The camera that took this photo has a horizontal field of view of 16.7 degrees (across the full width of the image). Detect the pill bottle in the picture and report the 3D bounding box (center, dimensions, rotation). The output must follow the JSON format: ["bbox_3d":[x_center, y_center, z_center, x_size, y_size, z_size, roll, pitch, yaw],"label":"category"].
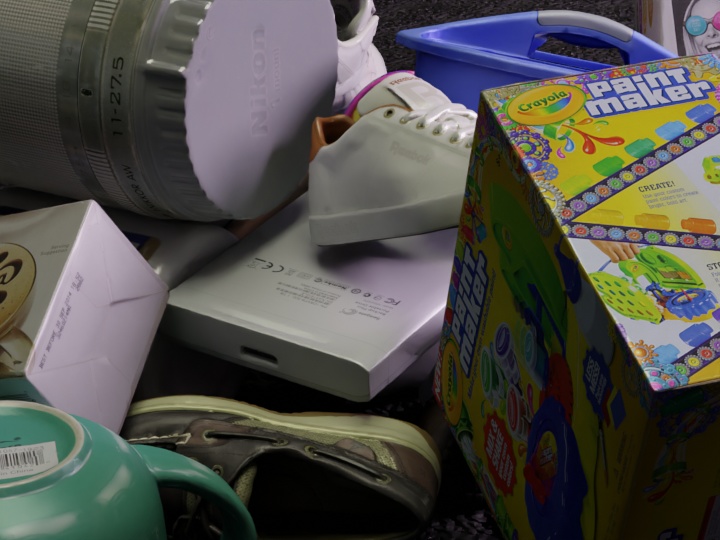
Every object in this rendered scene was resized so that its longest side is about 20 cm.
[{"bbox_3d":[-0.169,0.017,1.374,0.200,0.120,0.120,12,28,30],"label":"pill bottle"}]

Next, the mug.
[{"bbox_3d":[-0.156,0.123,1.136,0.152,0.115,0.185,12,28,30],"label":"mug"}]

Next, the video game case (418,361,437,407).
[{"bbox_3d":[0.140,0.009,1.310,0.182,0.200,0.023,-13,66,-23],"label":"video game case"}]

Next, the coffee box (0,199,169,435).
[{"bbox_3d":[-0.211,0.043,1.257,0.200,0.080,0.113,-8,47,31],"label":"coffee box"}]

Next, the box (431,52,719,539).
[{"bbox_3d":[0.131,0.044,1.119,0.122,0.200,0.193,-10,46,-17],"label":"box"}]

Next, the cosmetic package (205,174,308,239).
[{"bbox_3d":[-0.068,-0.073,1.508,0.105,0.071,0.200,46,19,14],"label":"cosmetic package"}]

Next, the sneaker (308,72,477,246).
[{"bbox_3d":[0.039,-0.061,1.241,0.073,0.085,0.200,-8,2,-43],"label":"sneaker"}]

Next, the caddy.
[{"bbox_3d":[0.113,-0.089,1.349,0.200,0.105,0.141,11,9,-3],"label":"caddy"}]

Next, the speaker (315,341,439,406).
[{"bbox_3d":[0.067,0.018,1.400,0.200,0.081,0.081,-12,26,-22],"label":"speaker"}]

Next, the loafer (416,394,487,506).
[{"bbox_3d":[0.116,0.062,1.301,0.200,0.073,0.071,-13,27,-22],"label":"loafer"}]

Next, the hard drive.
[{"bbox_3d":[0.000,0.000,1.322,0.132,0.027,0.200,16,33,27],"label":"hard drive"}]

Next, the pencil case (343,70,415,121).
[{"bbox_3d":[0.052,-0.076,1.531,0.088,0.089,0.200,6,0,19],"label":"pencil case"}]

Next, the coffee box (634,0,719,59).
[{"bbox_3d":[0.284,-0.179,1.608,0.200,0.198,0.200,-1,0,2],"label":"coffee box"}]

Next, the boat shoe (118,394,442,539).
[{"bbox_3d":[-0.059,0.105,1.220,0.200,0.073,0.065,-3,21,3],"label":"boat shoe"}]

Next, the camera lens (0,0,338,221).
[{"bbox_3d":[-0.133,-0.115,1.334,0.200,0.160,0.160,12,28,30],"label":"camera lens"}]

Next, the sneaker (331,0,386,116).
[{"bbox_3d":[-0.013,-0.131,1.477,0.075,0.100,0.200,43,17,8],"label":"sneaker"}]
